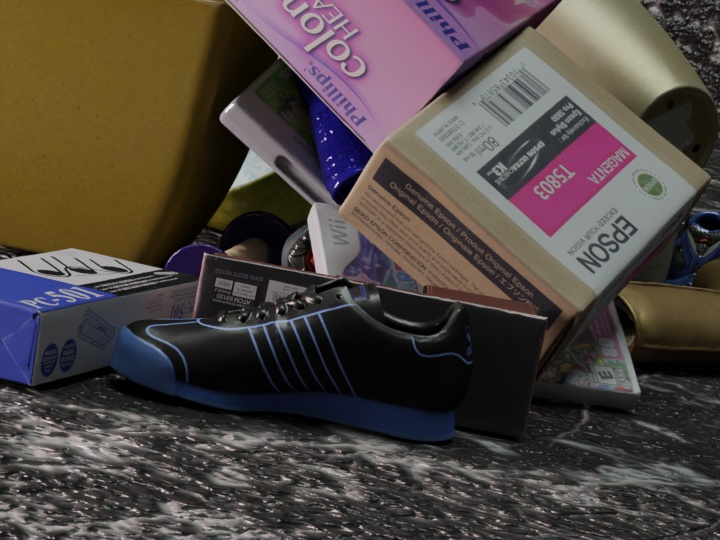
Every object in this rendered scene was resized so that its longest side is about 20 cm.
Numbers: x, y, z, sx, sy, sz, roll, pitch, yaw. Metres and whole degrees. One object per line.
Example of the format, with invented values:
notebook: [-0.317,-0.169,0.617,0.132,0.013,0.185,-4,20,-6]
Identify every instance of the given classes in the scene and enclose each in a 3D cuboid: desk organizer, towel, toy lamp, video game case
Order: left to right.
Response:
toy lamp: [-0.083,-0.005,1.640,0.058,0.059,0.200,12,11,11]
desk organizer: [0.003,0.039,1.426,0.199,0.072,0.077,11,7,0]
video game case: [0.007,-0.081,1.681,0.182,0.022,0.200,43,28,-2]
towel: [0.022,-0.108,1.662,0.147,0.050,0.201,21,36,-37]
video game case: [0.071,0.022,1.551,0.199,0.018,0.144,7,42,-17]

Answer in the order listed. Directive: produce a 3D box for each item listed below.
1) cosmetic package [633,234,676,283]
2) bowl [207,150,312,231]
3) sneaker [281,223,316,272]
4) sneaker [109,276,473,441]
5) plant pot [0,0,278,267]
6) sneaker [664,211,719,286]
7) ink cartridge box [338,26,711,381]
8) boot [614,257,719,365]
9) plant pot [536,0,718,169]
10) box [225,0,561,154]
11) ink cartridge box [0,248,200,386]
cosmetic package: [0.159,-0.015,1.866,0.103,0.088,0.200,16,10,26]
bowl: [-0.063,-0.094,1.955,0.200,0.200,0.108,21,-28,49]
sneaker: [0.000,0.000,1.712,0.095,0.080,0.200,-9,-4,36]
sneaker: [-0.036,0.039,1.354,0.199,0.078,0.070,10,9,-8]
plant pot: [-0.174,-0.108,1.697,0.193,0.201,0.195,12,9,9]
sneaker: [0.288,-0.011,2.014,0.075,0.079,0.200,12,10,6]
ink cartridge box: [0.108,-0.048,1.557,0.165,0.075,0.200,40,41,8]
boot: [0.231,0.026,1.780,0.199,0.067,0.175,4,11,-30]
plant pot: [0.175,-0.136,1.879,0.187,0.188,0.200,3,24,-38]
box: [0.019,-0.195,1.628,0.176,0.097,0.200,46,32,4]
ink cartridge box: [-0.175,0.024,1.389,0.094,0.044,0.200,12,10,21]
